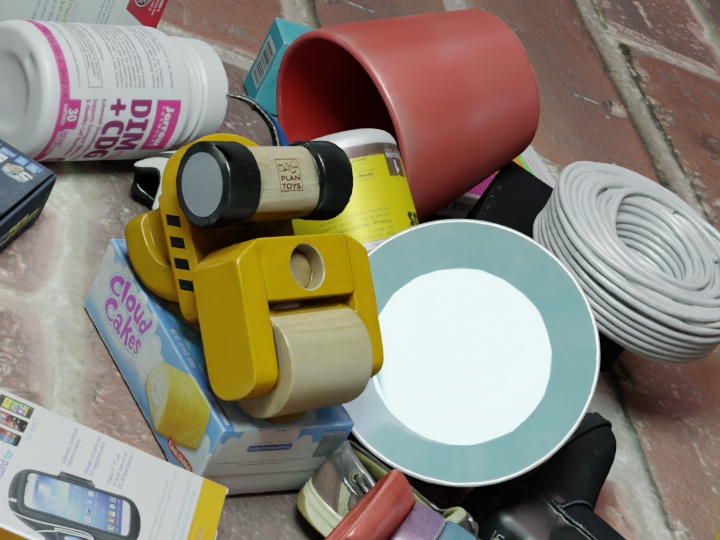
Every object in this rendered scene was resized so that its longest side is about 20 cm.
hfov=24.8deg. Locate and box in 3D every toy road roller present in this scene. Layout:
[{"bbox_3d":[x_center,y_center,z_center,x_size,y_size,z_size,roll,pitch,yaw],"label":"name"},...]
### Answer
[{"bbox_3d":[-0.081,0.005,1.134,0.122,0.146,0.201,-5,81,-45],"label":"toy road roller"}]

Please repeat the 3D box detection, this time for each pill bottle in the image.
[{"bbox_3d":[-0.214,-0.149,1.368,0.199,0.114,0.113,-6,45,-47],"label":"pill bottle"},{"bbox_3d":[0.000,0.000,1.265,0.109,0.109,0.201,-8,80,-48],"label":"pill bottle"}]

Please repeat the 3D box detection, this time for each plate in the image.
[{"bbox_3d":[0.073,0.059,1.181,0.199,0.026,0.202,-1,70,2],"label":"plate"}]

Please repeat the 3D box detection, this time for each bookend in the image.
[{"bbox_3d":[0.168,0.026,1.460,0.199,0.092,0.199,34,33,-2],"label":"bookend"}]

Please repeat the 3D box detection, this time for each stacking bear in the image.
[{"bbox_3d":[0.059,0.232,1.030,0.200,0.122,0.114,43,44,2],"label":"stacking bear"}]

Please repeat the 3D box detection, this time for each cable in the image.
[{"bbox_3d":[0.244,-0.009,1.425,0.199,0.069,0.200,-6,51,-44],"label":"cable"}]

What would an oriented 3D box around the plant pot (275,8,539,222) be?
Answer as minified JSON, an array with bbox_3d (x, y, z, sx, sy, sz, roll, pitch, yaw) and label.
[{"bbox_3d":[0.049,-0.141,1.455,0.177,0.201,0.201,-24,56,-30],"label":"plant pot"}]

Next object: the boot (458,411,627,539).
[{"bbox_3d":[0.177,0.200,1.215,0.162,0.074,0.198,40,38,22],"label":"boot"}]

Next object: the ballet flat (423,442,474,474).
[{"bbox_3d":[0.087,0.120,1.252,0.068,0.069,0.200,17,33,11],"label":"ballet flat"}]

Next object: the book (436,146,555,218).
[{"bbox_3d":[0.104,-0.091,1.617,0.199,0.048,0.134,11,27,-27],"label":"book"}]

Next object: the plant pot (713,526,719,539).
[{"bbox_3d":[0.379,0.228,1.250,0.199,0.201,0.176,-4,31,-45],"label":"plant pot"}]

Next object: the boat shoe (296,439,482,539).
[{"bbox_3d":[0.051,0.190,1.116,0.200,0.066,0.072,34,18,8],"label":"boat shoe"}]

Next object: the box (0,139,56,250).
[{"bbox_3d":[-0.345,-0.076,1.201,0.199,0.051,0.158,31,30,2],"label":"box"}]

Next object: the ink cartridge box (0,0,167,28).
[{"bbox_3d":[-0.291,-0.250,1.424,0.199,0.146,0.145,-4,43,-46],"label":"ink cartridge box"}]

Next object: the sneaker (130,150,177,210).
[{"bbox_3d":[-0.124,-0.027,1.322,0.080,0.074,0.200,-11,42,-27],"label":"sneaker"}]

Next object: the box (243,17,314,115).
[{"bbox_3d":[-0.009,-0.181,1.635,0.199,0.083,0.049,13,34,-26],"label":"box"}]

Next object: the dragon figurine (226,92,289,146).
[{"bbox_3d":[-0.057,-0.066,1.369,0.099,0.059,0.201,-25,95,-85],"label":"dragon figurine"}]

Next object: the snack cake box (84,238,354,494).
[{"bbox_3d":[-0.104,0.066,1.176,0.114,0.067,0.200,0,40,-39],"label":"snack cake box"}]

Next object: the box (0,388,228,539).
[{"bbox_3d":[-0.187,0.144,1.012,0.199,0.042,0.119,23,30,-7],"label":"box"}]
